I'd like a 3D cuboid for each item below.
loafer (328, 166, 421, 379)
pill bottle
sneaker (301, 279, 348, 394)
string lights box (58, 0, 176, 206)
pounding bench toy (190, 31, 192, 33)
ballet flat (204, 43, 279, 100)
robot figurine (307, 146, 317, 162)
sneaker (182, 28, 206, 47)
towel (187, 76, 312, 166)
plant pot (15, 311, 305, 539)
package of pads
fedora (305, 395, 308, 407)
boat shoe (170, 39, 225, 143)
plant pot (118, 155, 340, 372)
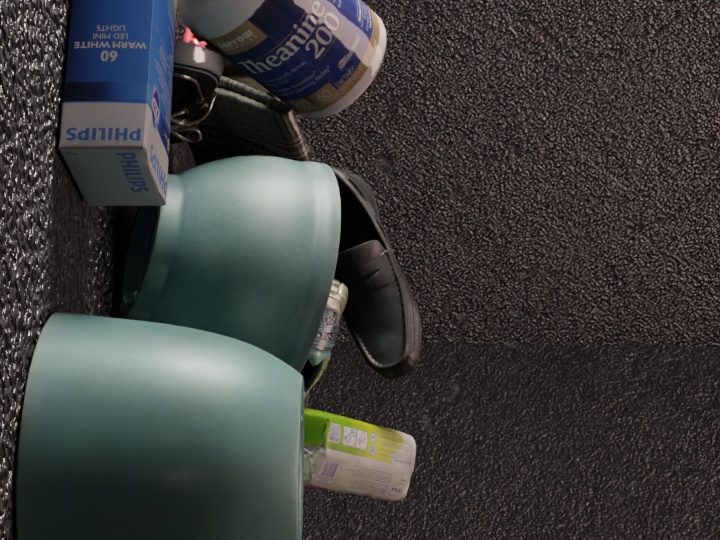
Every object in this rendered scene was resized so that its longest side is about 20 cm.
[{"bbox_3d":[0.000,0.000,1.129,0.070,0.068,0.201,38,32,-62],"label":"loafer"},{"bbox_3d":[-0.079,-0.220,1.054,0.200,0.111,0.111,34,44,-40],"label":"pill bottle"},{"bbox_3d":[-0.071,0.080,1.134,0.200,0.077,0.086,119,-17,-58],"label":"sneaker"},{"bbox_3d":[-0.163,-0.155,0.885,0.103,0.059,0.200,92,-2,-71],"label":"string lights box"},{"bbox_3d":[-0.095,-0.325,1.244,0.156,0.124,0.200,-135,-130,-75],"label":"pounding bench toy"},{"bbox_3d":[-0.133,-0.189,1.281,0.064,0.200,0.076,-40,117,-42],"label":"ballet flat"},{"bbox_3d":[-0.066,-0.045,1.337,0.145,0.058,0.200,-43,-116,34],"label":"robot figurine"},{"bbox_3d":[-0.165,-0.264,1.464,0.200,0.074,0.087,-90,180,-57],"label":"sneaker"},{"bbox_3d":[-0.110,-0.106,1.240,0.035,0.200,0.193,-44,137,-22],"label":"towel"},{"bbox_3d":[-0.116,0.128,0.816,0.201,0.161,0.201,-179,-90,-89],"label":"plant pot"},{"bbox_3d":[-0.067,0.154,1.147,0.154,0.200,0.068,23,78,-52],"label":"package of pads"},{"bbox_3d":[-0.142,0.129,1.287,0.090,0.177,0.200,34,-18,39],"label":"fedora"},{"bbox_3d":[-0.162,-0.148,1.097,0.199,0.073,0.068,167,-66,-75],"label":"boat shoe"},{"bbox_3d":[-0.116,-0.005,1.026,0.200,0.134,0.201,-167,-90,-70],"label":"plant pot"}]
